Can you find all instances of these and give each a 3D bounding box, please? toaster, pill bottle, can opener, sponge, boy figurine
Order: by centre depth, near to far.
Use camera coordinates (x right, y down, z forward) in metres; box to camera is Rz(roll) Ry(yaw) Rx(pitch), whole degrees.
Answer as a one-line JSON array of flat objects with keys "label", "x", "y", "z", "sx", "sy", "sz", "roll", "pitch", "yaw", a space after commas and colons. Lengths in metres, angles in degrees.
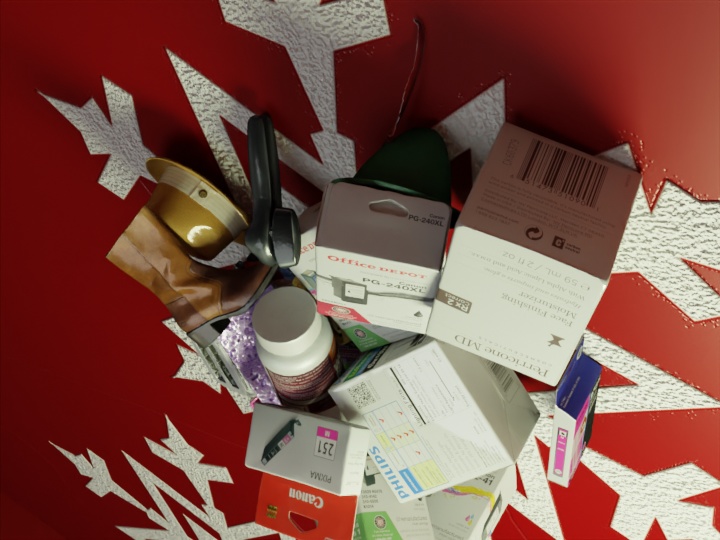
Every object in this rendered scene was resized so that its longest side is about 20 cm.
[{"label": "can opener", "x": -0.119, "y": -0.102, "z": 1.355, "sx": 0.078, "sy": 0.063, "sz": 0.202, "roll": -6, "pitch": 93, "yaw": 10}, {"label": "pill bottle", "x": -0.086, "y": 0.116, "z": 1.463, "sx": 0.109, "sy": 0.110, "sz": 0.201, "roll": 20, "pitch": 151, "yaw": 23}, {"label": "boy figurine", "x": -0.073, "y": 0.026, "z": 1.509, "sx": 0.200, "sy": 0.064, "sz": 0.124, "roll": 46, "pitch": 154, "yaw": -4}, {"label": "sponge", "x": -0.134, "y": 0.122, "z": 1.562, "sx": 0.201, "sy": 0.111, "sz": 0.030, "roll": 60, "pitch": 170, "yaw": -30}, {"label": "toaster", "x": -0.183, "y": 0.101, "z": 1.625, "sx": 0.113, "sy": 0.129, "sz": 0.201, "roll": 16, "pitch": 141, "yaw": 42}]

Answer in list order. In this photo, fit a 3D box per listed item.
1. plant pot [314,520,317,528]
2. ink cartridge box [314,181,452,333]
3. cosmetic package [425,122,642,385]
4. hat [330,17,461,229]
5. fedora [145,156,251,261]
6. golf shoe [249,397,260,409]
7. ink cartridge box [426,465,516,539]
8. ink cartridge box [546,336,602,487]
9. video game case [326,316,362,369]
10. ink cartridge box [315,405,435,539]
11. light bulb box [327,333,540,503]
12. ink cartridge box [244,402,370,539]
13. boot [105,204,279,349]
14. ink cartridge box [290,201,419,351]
[{"label": "plant pot", "x": -0.016, "y": 0.330, "z": 1.701, "sx": 0.186, "sy": 0.188, "sz": 0.201, "roll": 7, "pitch": 134, "yaw": 36}, {"label": "ink cartridge box", "x": 0.022, "y": -0.010, "z": 1.207, "sx": 0.144, "sy": 0.084, "sz": 0.200, "roll": 11, "pitch": 157, "yaw": 3}, {"label": "cosmetic package", "x": 0.185, "y": -0.015, "z": 1.135, "sx": 0.163, "sy": 0.166, "sz": 0.201, "roll": 21, "pitch": 143, "yaw": 9}, {"label": "hat", "x": 0.068, "y": -0.158, "z": 1.218, "sx": 0.164, "sy": 0.178, "sz": 0.200, "roll": 18, "pitch": 171, "yaw": -22}, {"label": "fedora", "x": -0.243, "y": -0.076, "z": 1.493, "sx": 0.200, "sy": 0.082, "sz": 0.201, "roll": 32, "pitch": 163, "yaw": 11}, {"label": "golf shoe", "x": -0.097, "y": 0.217, "z": 1.727, "sx": 0.198, "sy": 0.092, "sz": 0.076, "roll": 8, "pitch": 135, "yaw": 33}, {"label": "ink cartridge box", "x": 0.132, "y": 0.358, "z": 1.587, "sx": 0.146, "sy": 0.200, "sz": 0.086, "roll": 17, "pitch": 140, "yaw": 26}, {"label": "ink cartridge box", "x": 0.279, "y": 0.188, "z": 1.356, "sx": 0.037, "sy": 0.095, "sz": 0.201, "roll": 18, "pitch": 141, "yaw": 24}, {"label": "video game case", "x": 0.031, "y": 0.155, "z": 1.554, "sx": 0.199, "sy": 0.023, "sz": 0.184, "roll": 1, "pitch": 111, "yaw": 42}, {"label": "ink cartridge box", "x": 0.011, "y": 0.296, "z": 1.470, "sx": 0.084, "sy": 0.202, "sz": 0.145, "roll": -29, "pitch": 154, "yaw": 37}, {"label": "light bulb box", "x": 0.100, "y": 0.180, "z": 1.410, "sx": 0.199, "sy": 0.125, "sz": 0.199, "roll": -28, "pitch": 99, "yaw": 36}, {"label": "ink cartridge box", "x": -0.083, "y": 0.284, "z": 1.432, "sx": 0.199, "sy": 0.176, "sz": 0.043, "roll": 6, "pitch": 174, "yaw": 43}, {"label": "boot", "x": -0.228, "y": -0.017, "z": 1.439, "sx": 0.200, "sy": 0.069, "sz": 0.188, "roll": 46, "pitch": 119, "yaw": -7}, {"label": "ink cartridge box", "x": 0.000, "y": 0.000, "z": 1.399, "sx": 0.201, "sy": 0.088, "sz": 0.145, "roll": 51, "pitch": 143, "yaw": -14}]
